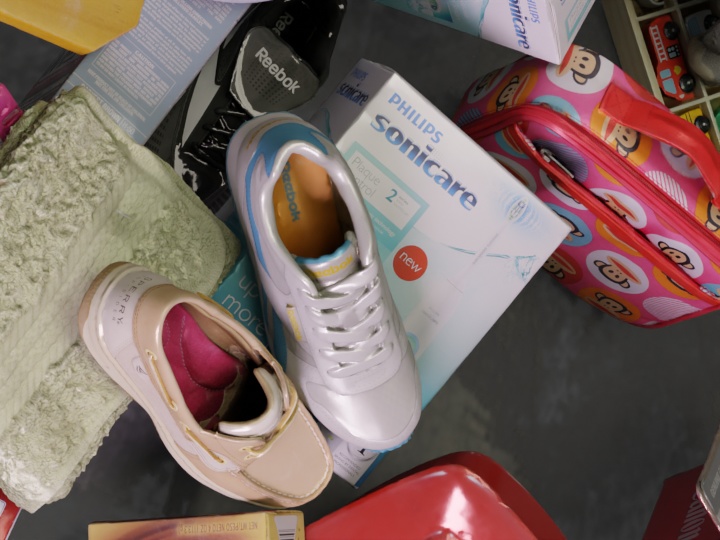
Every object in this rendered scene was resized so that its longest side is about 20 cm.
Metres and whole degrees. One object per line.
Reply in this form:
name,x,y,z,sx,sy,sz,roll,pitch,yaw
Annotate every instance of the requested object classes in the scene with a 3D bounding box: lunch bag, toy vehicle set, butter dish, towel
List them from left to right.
towel,-0.166,0.014,1.421,0.148,0.036,0.200,41,71,-17
butter dish,0.055,0.186,1.559,0.200,0.200,0.148,50,33,-16
lunch bag,0.161,-0.054,1.627,0.200,0.176,0.082,38,65,-17
toy vehicle set,0.232,-0.149,1.762,0.124,0.026,0.201,-20,93,-29

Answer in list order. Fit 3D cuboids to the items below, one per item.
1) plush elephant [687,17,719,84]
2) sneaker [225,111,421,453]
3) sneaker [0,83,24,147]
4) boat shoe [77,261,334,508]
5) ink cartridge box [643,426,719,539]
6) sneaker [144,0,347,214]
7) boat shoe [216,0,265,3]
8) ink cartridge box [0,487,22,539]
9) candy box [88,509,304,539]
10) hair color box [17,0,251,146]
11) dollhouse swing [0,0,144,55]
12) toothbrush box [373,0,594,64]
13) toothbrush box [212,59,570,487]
plush elephant,0.241,-0.230,1.661,0.155,0.200,0.165,32,77,-16
sneaker,-0.018,0.013,1.445,0.076,0.081,0.201,-25,105,-9
sneaker,-0.195,-0.047,1.481,0.200,0.088,0.081,47,72,-15
boat shoe,-0.071,0.072,1.422,0.200,0.069,0.074,44,69,-39
ink cartridge box,0.227,0.186,1.616,0.176,0.084,0.200,62,21,-8
sneaker,-0.070,-0.103,1.559,0.066,0.090,0.200,39,67,-17
boat shoe,-0.013,-0.209,1.481,0.199,0.062,0.072,-19,73,-12
ink cartridge box,-0.259,0.036,1.444,0.200,0.084,0.176,31,69,-21
candy box,-0.088,0.239,1.487,0.056,0.116,0.201,8,77,-65
hair color box,-0.118,-0.144,1.533,0.061,0.099,0.200,42,66,-15
dollhouse swing,-0.228,-0.221,1.471,0.176,0.181,0.201,26,71,-43
toothbrush box,0.060,-0.232,1.586,0.199,0.085,0.147,20,67,22
toothbrush box,0.000,0.000,1.541,0.146,0.085,0.200,41,88,-18
